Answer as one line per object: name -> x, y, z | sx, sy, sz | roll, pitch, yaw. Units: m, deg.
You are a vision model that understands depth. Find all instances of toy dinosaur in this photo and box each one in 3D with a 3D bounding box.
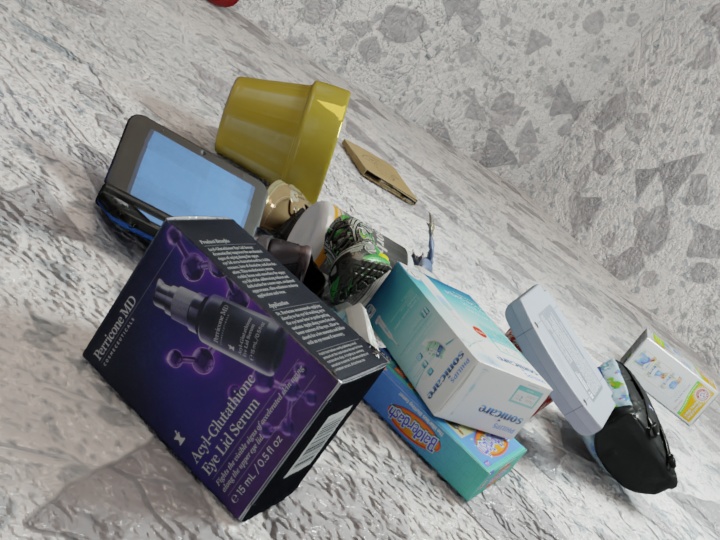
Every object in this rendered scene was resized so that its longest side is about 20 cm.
toy dinosaur -> 0.087, 0.005, 1.520 | 0.181, 0.104, 0.203 | 31, 49, -65

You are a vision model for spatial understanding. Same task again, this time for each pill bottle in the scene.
pill bottle -> 0.000, 0.000, 1.204 | 0.199, 0.117, 0.117 | 29, 17, -23

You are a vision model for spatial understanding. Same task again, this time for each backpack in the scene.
backpack -> 0.385, 0.223, 1.338 | 0.164, 0.153, 0.201 | 52, 30, -23

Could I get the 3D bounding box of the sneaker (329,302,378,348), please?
sneaker -> -0.029, 0.080, 0.947 | 0.200, 0.081, 0.075 | 168, -99, -82

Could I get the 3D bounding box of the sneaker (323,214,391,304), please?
sneaker -> -0.017, -0.018, 1.037 | 0.086, 0.078, 0.200 | 56, 3, -4

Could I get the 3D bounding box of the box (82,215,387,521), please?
box -> -0.104, 0.073, 0.729 | 0.200, 0.149, 0.104 | 40, 17, 16

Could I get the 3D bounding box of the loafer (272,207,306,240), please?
loafer -> -0.045, -0.041, 1.306 | 0.073, 0.073, 0.199 | 43, 16, 28

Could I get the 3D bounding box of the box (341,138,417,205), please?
box -> 0.044, -0.241, 2.150 | 0.162, 0.021, 0.200 | 28, 19, -29

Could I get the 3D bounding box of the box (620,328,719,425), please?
box -> 0.707, 0.243, 2.035 | 0.199, 0.102, 0.112 | 39, 17, 9

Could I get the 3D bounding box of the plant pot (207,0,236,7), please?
plant pot -> -0.425, -0.969, 2.801 | 0.199, 0.182, 0.202 | 21, 53, -31

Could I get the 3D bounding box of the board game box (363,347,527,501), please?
board game box -> 0.090, 0.170, 1.044 | 0.200, 0.045, 0.152 | 42, 16, 21

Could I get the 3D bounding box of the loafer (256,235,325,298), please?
loafer -> -0.067, 0.016, 0.999 | 0.062, 0.073, 0.200 | 0, -19, 10

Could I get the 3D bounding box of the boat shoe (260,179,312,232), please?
boat shoe -> -0.108, -0.089, 1.308 | 0.064, 0.072, 0.200 | 36, 15, 4

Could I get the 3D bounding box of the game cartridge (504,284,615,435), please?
game cartridge -> 0.269, 0.119, 1.196 | 0.201, 0.040, 0.133 | 58, 25, 6

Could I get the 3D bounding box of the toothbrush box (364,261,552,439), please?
toothbrush box -> 0.112, 0.096, 1.066 | 0.146, 0.086, 0.200 | 24, 20, -38

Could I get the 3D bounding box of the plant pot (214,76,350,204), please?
plant pot -> -0.133, -0.229, 1.467 | 0.187, 0.203, 0.201 | 18, 18, -5

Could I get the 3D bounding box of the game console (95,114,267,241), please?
game console -> -0.187, -0.080, 1.015 | 0.199, 0.119, 0.170 | 27, 0, -27

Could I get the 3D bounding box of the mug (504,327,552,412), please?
mug -> 0.218, 0.152, 1.289 | 0.200, 0.176, 0.135 | -14, 88, -64
